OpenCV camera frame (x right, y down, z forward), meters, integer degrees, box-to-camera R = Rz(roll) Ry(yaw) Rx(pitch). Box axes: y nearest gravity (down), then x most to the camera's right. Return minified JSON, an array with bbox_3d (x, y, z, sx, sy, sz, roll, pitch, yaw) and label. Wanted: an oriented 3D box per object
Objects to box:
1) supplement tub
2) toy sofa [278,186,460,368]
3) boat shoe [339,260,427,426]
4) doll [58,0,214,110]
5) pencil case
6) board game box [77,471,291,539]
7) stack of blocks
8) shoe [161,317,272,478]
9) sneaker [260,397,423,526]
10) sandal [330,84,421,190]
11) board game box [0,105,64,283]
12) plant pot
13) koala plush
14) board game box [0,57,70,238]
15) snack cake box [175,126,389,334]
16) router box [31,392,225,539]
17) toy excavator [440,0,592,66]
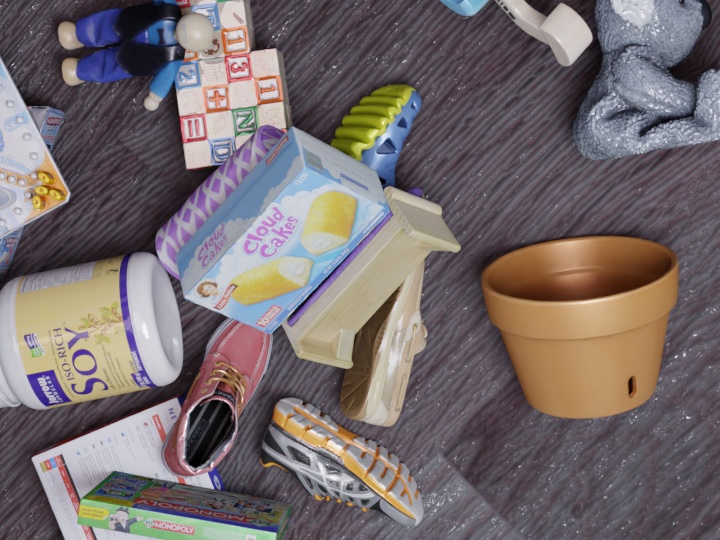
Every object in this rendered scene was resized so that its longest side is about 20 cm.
[{"bbox_3d":[-0.302,0.067,1.419,0.199,0.145,0.146,-12,91,4],"label":"supplement tub"},{"bbox_3d":[0.000,0.000,1.383,0.200,0.083,0.098,-47,51,24],"label":"toy sofa"},{"bbox_3d":[0.035,0.068,1.441,0.064,0.071,0.201,18,88,-32],"label":"boat shoe"},{"bbox_3d":[-0.232,-0.238,1.408,0.199,0.048,0.137,-4,92,34],"label":"doll"},{"bbox_3d":[-0.133,-0.064,1.402,0.085,0.084,0.200,30,124,-29],"label":"pencil case"},{"bbox_3d":[-0.177,0.251,1.373,0.199,0.135,0.029,10,93,3],"label":"board game box"},{"bbox_3d":[-0.141,-0.215,1.440,0.114,0.059,0.201,-8,92,4],"label":"stack of blocks"},{"bbox_3d":[-0.143,0.128,1.411,0.071,0.091,0.201,31,74,-13],"label":"shoe"},{"bbox_3d":[-0.020,0.220,1.447,0.199,0.078,0.077,34,107,5],"label":"sneaker"},{"bbox_3d":[0.006,-0.109,1.434,0.087,0.079,0.201,35,89,-30],"label":"sandal"},{"bbox_3d":[-0.429,-0.122,1.463,0.199,0.062,0.200,35,93,2],"label":"board game box"},{"bbox_3d":[0.231,0.061,1.369,0.199,0.200,0.141,-8,108,4],"label":"plant pot"},{"bbox_3d":[0.293,-0.224,1.358,0.183,0.177,0.201,-10,95,14],"label":"koala plush"},{"bbox_3d":[-0.441,-0.119,1.420,0.199,0.026,0.201,-28,90,4],"label":"board game box"},{"bbox_3d":[-0.081,-0.037,1.336,0.115,0.067,0.200,24,123,-36],"label":"snack cake box"},{"bbox_3d":[-0.241,0.262,1.470,0.179,0.049,0.201,-22,91,4],"label":"router box"},{"bbox_3d":[0.133,-0.299,1.371,0.200,0.194,0.100,44,84,-22],"label":"toy excavator"}]
